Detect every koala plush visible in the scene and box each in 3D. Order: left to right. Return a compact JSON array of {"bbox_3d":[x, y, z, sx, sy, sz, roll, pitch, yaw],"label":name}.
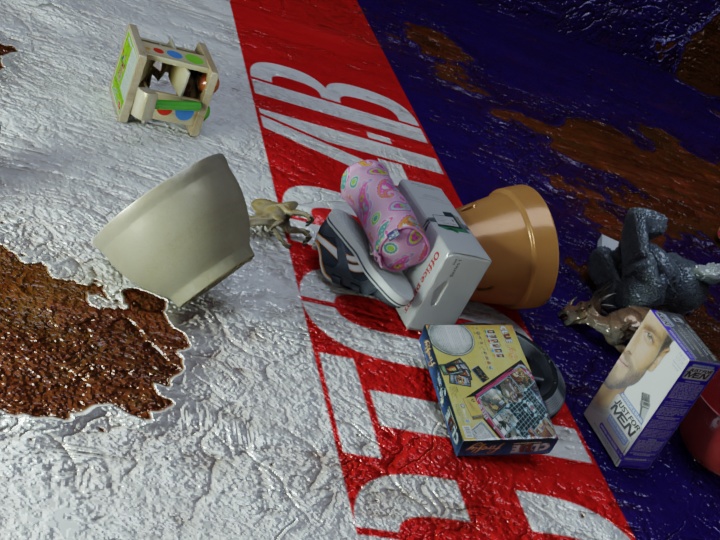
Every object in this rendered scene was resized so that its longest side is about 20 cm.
[{"bbox_3d":[0.539,0.019,1.845,0.199,0.177,0.184,15,48,-19],"label":"koala plush"}]

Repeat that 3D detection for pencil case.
[{"bbox_3d":[0.032,-0.082,1.531,0.087,0.088,0.200,9,34,-28],"label":"pencil case"}]

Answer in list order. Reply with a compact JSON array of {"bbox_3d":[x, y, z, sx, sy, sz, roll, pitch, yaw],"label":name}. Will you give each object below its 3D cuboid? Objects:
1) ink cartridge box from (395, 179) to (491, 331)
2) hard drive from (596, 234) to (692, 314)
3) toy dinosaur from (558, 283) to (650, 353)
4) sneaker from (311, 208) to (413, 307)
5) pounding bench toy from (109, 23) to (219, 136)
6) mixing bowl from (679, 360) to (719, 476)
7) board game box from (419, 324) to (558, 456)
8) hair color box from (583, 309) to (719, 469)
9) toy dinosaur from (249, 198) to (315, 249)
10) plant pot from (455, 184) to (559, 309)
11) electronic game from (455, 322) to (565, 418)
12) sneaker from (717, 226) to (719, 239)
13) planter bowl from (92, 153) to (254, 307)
[{"bbox_3d":[0.098,-0.021,1.569,0.084,0.146,0.200,10,32,-30],"label":"ink cartridge box"},{"bbox_3d":[0.554,0.006,2.014,0.200,0.025,0.132,26,28,2],"label":"hard drive"},{"bbox_3d":[0.446,0.086,1.723,0.199,0.086,0.136,10,35,-20],"label":"toy dinosaur"},{"bbox_3d":[0.000,0.000,1.529,0.078,0.079,0.200,14,30,-48],"label":"sneaker"},{"bbox_3d":[-0.315,-0.297,1.729,0.156,0.124,0.200,9,32,-28],"label":"pounding bench toy"},{"bbox_3d":[0.551,0.236,1.535,0.200,0.109,0.200,20,28,-11],"label":"mixing bowl"},{"bbox_3d":[0.168,0.156,1.385,0.135,0.035,0.200,2,44,-17],"label":"board game box"},{"bbox_3d":[0.400,0.166,1.434,0.065,0.200,0.109,10,32,-26],"label":"hair color box"},{"bbox_3d":[-0.119,-0.086,1.599,0.101,0.058,0.200,33,29,17],"label":"toy dinosaur"},{"bbox_3d":[0.205,-0.030,1.645,0.140,0.201,0.200,-8,39,-19],"label":"plant pot"},{"bbox_3d":[0.199,0.145,1.478,0.199,0.042,0.200,13,35,-10],"label":"electronic game"},{"bbox_3d":[0.892,-0.048,2.336,0.200,0.078,0.090,36,38,31],"label":"sneaker"},{"bbox_3d":[-0.221,-0.038,1.325,0.135,0.200,0.200,55,31,-1],"label":"planter bowl"}]
